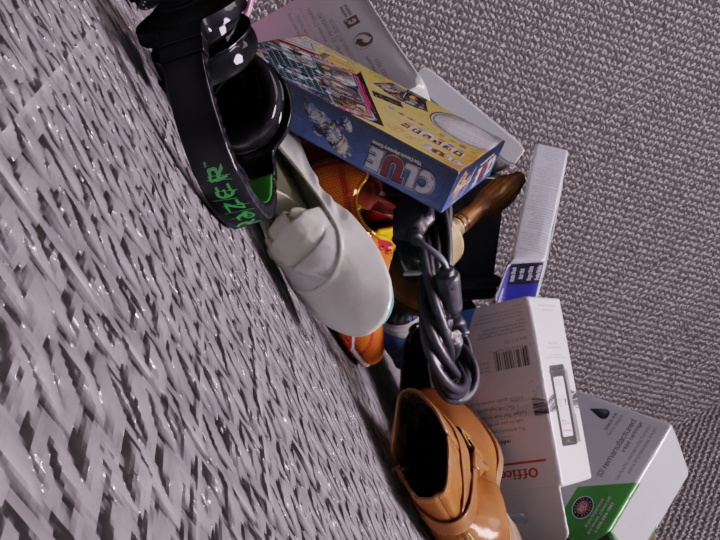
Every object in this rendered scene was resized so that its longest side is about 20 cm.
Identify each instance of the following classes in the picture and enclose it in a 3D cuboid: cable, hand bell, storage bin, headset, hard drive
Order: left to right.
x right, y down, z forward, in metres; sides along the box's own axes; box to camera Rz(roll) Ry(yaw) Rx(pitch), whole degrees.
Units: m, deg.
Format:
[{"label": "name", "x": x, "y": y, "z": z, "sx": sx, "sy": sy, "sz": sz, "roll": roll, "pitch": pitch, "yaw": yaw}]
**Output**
[{"label": "headset", "x": -0.098, "y": -0.117, "z": 0.561, "sx": 0.124, "sy": 0.093, "sz": 0.202, "roll": 63, "pitch": 15, "yaw": -57}, {"label": "storage bin", "x": 0.080, "y": -0.060, "z": 1.064, "sx": 0.144, "sy": 0.136, "sz": 0.199, "roll": -1, "pitch": 18, "yaw": -45}, {"label": "cable", "x": 0.066, "y": 0.009, "z": 0.743, "sx": 0.200, "sy": 0.050, "sz": 0.165, "roll": -90, "pitch": 164, "yaw": -68}, {"label": "hard drive", "x": 0.108, "y": -0.157, "z": 1.017, "sx": 0.131, "sy": 0.026, "sz": 0.200, "roll": 39, "pitch": 3, "yaw": -1}, {"label": "hand bell", "x": 0.104, "y": -0.048, "z": 0.932, "sx": 0.104, "sy": 0.199, "sz": 0.105, "roll": 31, "pitch": -41, "yaw": 32}]

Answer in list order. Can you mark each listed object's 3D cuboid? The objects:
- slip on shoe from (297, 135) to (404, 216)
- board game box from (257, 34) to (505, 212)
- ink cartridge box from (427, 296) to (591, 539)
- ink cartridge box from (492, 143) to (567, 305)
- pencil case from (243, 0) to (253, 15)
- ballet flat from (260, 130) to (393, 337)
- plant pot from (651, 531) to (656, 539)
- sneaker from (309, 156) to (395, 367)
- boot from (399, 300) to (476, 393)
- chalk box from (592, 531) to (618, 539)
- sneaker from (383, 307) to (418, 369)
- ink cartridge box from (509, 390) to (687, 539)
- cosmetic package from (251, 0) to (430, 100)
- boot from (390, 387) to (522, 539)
[{"label": "slip on shoe", "x": -0.008, "y": -0.081, "z": 0.795, "sx": 0.198, "sy": 0.074, "sz": 0.062, "roll": 7, "pitch": 47, "yaw": -42}, {"label": "board game box", "x": 0.004, "y": -0.121, "z": 0.722, "sx": 0.198, "sy": 0.035, "sz": 0.135, "roll": 30, "pitch": 26, "yaw": 13}, {"label": "ink cartridge box", "x": 0.131, "y": 0.134, "z": 0.827, "sx": 0.067, "sy": 0.115, "sz": 0.203, "roll": 6, "pitch": 73, "yaw": -52}, {"label": "ink cartridge box", "x": 0.174, "y": 0.005, "z": 0.988, "sx": 0.201, "sy": 0.040, "sz": 0.202, "roll": 86, "pitch": 21, "yaw": -57}, {"label": "pencil case", "x": -0.140, "y": -0.272, "z": 0.898, "sx": 0.087, "sy": 0.082, "sz": 0.200, "roll": 60, "pitch": 4, "yaw": -19}, {"label": "ballet flat", "x": -0.047, "y": -0.035, "z": 0.633, "sx": 0.201, "sy": 0.069, "sz": 0.070, "roll": 59, "pitch": 1, "yaw": 37}, {"label": "plant pot", "x": 0.212, "y": 0.289, "z": 1.061, "sx": 0.200, "sy": 0.186, "sz": 0.188, "roll": 39, "pitch": 17, "yaw": -41}, {"label": "sneaker", "x": 0.000, "y": 0.000, "z": 0.750, "sx": 0.073, "sy": 0.076, "sz": 0.202, "roll": -116, "pitch": -170, "yaw": -50}, {"label": "boot", "x": 0.082, "y": 0.089, "z": 0.949, "sx": 0.174, "sy": 0.068, "sz": 0.203, "roll": 58, "pitch": 35, "yaw": -61}, {"label": "chalk box", "x": 0.179, "y": 0.300, "z": 0.720, "sx": 0.201, "sy": 0.123, "sz": 0.125, "roll": 56, "pitch": 7, "yaw": -49}, {"label": "sneaker", "x": 0.029, "y": 0.045, "z": 1.094, "sx": 0.200, "sy": 0.075, "sz": 0.078, "roll": -107, "pitch": -172, "yaw": -67}, {"label": "ink cartridge box", "x": 0.190, "y": 0.194, "z": 0.905, "sx": 0.199, "sy": 0.147, "sz": 0.083, "roll": 16, "pitch": -32, "yaw": 44}, {"label": "cosmetic package", "x": -0.021, "y": -0.142, "z": 0.919, "sx": 0.169, "sy": 0.165, "sz": 0.200, "roll": 62, "pitch": 3, "yaw": 29}, {"label": "boot", "x": 0.055, "y": 0.137, "z": 0.719, "sx": 0.156, "sy": 0.076, "sz": 0.201, "roll": 53, "pitch": 15, "yaw": -41}]
